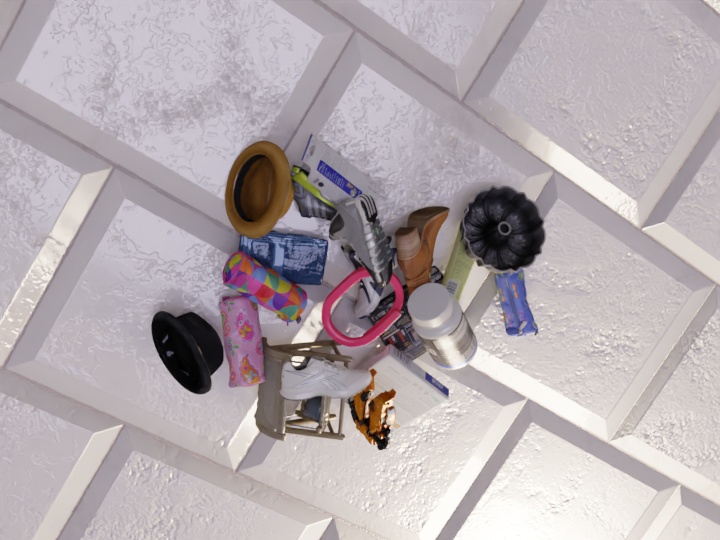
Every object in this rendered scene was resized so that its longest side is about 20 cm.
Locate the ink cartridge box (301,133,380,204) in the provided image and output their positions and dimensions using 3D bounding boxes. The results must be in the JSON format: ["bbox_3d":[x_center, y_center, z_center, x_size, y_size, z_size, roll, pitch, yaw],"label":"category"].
[{"bbox_3d":[-0.048,-0.195,1.613,0.199,0.100,0.039,37,132,-20],"label":"ink cartridge box"}]

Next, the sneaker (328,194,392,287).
[{"bbox_3d":[-0.007,-0.057,1.599,0.115,0.075,0.202,-8,104,29],"label":"sneaker"}]

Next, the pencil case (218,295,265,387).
[{"bbox_3d":[-0.258,0.152,1.647,0.087,0.087,0.202,-8,89,-11],"label":"pencil case"}]

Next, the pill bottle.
[{"bbox_3d":[0.178,0.122,1.658,0.113,0.114,0.200,-35,136,-2],"label":"pill bottle"}]

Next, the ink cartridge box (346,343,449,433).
[{"bbox_3d":[0.072,0.283,1.789,0.196,0.043,0.200,38,126,-20],"label":"ink cartridge box"}]

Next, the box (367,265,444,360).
[{"bbox_3d":[0.133,0.109,1.767,0.199,0.050,0.158,-33,111,-2],"label":"box"}]

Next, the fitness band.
[{"bbox_3d":[0.005,0.078,1.663,0.200,0.037,0.144,-43,101,14],"label":"fitness band"}]

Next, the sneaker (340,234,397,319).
[{"bbox_3d":[0.000,0.000,1.694,0.129,0.080,0.200,25,107,-9],"label":"sneaker"}]

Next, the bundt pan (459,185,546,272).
[{"bbox_3d":[0.312,-0.084,1.711,0.200,0.076,0.204,3,76,-12],"label":"bundt pan"}]

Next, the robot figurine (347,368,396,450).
[{"bbox_3d":[0.031,0.323,1.736,0.058,0.145,0.201,-28,144,-27],"label":"robot figurine"}]

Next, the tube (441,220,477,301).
[{"bbox_3d":[0.228,-0.011,1.730,0.201,0.052,0.058,-68,153,-19],"label":"tube"}]

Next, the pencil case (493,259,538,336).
[{"bbox_3d":[0.363,0.064,1.790,0.077,0.087,0.202,-13,109,13],"label":"pencil case"}]

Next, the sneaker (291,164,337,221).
[{"bbox_3d":[-0.089,-0.139,1.641,0.200,0.074,0.081,40,101,-13],"label":"sneaker"}]

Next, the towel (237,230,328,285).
[{"bbox_3d":[-0.170,-0.027,1.658,0.198,0.049,0.113,6,105,-15],"label":"towel"}]

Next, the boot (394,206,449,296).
[{"bbox_3d":[0.148,-0.046,1.681,0.076,0.200,0.156,2,119,31],"label":"boot"}]

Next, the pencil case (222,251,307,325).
[{"bbox_3d":[-0.202,0.040,1.612,0.200,0.088,0.089,37,95,-30],"label":"pencil case"}]

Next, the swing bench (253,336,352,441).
[{"bbox_3d":[-0.133,0.265,1.702,0.198,0.130,0.201,2,103,-13],"label":"swing bench"}]

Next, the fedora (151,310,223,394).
[{"bbox_3d":[-0.361,0.163,1.633,0.091,0.200,0.202,-32,115,-40],"label":"fedora"}]

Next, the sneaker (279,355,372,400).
[{"bbox_3d":[-0.074,0.224,1.604,0.198,0.075,0.088,-4,98,-7],"label":"sneaker"}]

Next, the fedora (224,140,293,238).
[{"bbox_3d":[-0.196,-0.164,1.577,0.082,0.200,0.202,6,108,-53],"label":"fedora"}]
